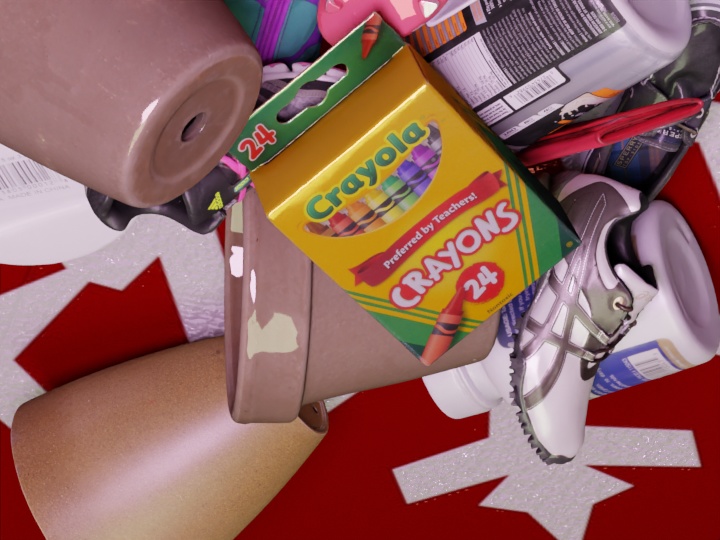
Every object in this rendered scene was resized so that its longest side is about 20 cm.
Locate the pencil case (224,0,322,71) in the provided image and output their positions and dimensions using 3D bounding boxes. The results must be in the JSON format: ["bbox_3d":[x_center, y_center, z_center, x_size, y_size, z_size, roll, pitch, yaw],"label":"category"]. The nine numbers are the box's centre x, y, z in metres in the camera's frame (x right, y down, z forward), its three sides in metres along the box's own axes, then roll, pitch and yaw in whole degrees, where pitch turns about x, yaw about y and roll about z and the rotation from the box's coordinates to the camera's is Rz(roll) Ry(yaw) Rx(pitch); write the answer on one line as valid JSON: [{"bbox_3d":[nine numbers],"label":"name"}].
[{"bbox_3d":[-0.053,-0.178,1.393,0.085,0.093,0.200,7,142,-9],"label":"pencil case"}]

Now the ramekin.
[{"bbox_3d":[-0.224,-0.093,1.500,0.199,0.098,0.201,1,142,1],"label":"ramekin"}]

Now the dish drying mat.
[{"bbox_3d":[0.140,-0.086,1.456,0.076,0.018,0.200,-19,-177,-19],"label":"dish drying mat"}]

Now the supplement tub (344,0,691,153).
[{"bbox_3d":[0.093,-0.141,1.411,0.200,0.123,0.122,-29,133,33],"label":"supplement tub"}]

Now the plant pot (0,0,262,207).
[{"bbox_3d":[-0.154,-0.130,1.299,0.174,0.200,0.201,40,145,20],"label":"plant pot"}]

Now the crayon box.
[{"bbox_3d":[0.025,-0.045,1.364,0.127,0.051,0.200,-39,126,12],"label":"crayon box"}]

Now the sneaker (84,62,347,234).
[{"bbox_3d":[-0.081,-0.067,1.388,0.199,0.088,0.074,-7,142,7],"label":"sneaker"}]

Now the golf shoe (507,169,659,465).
[{"bbox_3d":[0.150,0.035,1.519,0.094,0.078,0.201,4,103,23],"label":"golf shoe"}]

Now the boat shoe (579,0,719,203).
[{"bbox_3d":[0.195,-0.101,1.502,0.070,0.067,0.200,14,140,-16],"label":"boat shoe"}]

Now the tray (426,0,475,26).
[{"bbox_3d":[0.105,-0.230,1.323,0.200,0.108,0.022,-29,156,33],"label":"tray"}]

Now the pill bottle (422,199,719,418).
[{"bbox_3d":[0.144,0.035,1.630,0.199,0.120,0.120,-19,137,24],"label":"pill bottle"}]

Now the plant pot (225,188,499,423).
[{"bbox_3d":[0.000,0.000,1.527,0.174,0.201,0.201,0,142,-7],"label":"plant pot"}]

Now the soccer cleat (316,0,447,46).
[{"bbox_3d":[0.044,-0.211,1.325,0.067,0.077,0.200,30,119,-12],"label":"soccer cleat"}]

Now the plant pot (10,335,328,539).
[{"bbox_3d":[-0.130,0.134,1.734,0.199,0.187,0.186,-30,133,15],"label":"plant pot"}]
